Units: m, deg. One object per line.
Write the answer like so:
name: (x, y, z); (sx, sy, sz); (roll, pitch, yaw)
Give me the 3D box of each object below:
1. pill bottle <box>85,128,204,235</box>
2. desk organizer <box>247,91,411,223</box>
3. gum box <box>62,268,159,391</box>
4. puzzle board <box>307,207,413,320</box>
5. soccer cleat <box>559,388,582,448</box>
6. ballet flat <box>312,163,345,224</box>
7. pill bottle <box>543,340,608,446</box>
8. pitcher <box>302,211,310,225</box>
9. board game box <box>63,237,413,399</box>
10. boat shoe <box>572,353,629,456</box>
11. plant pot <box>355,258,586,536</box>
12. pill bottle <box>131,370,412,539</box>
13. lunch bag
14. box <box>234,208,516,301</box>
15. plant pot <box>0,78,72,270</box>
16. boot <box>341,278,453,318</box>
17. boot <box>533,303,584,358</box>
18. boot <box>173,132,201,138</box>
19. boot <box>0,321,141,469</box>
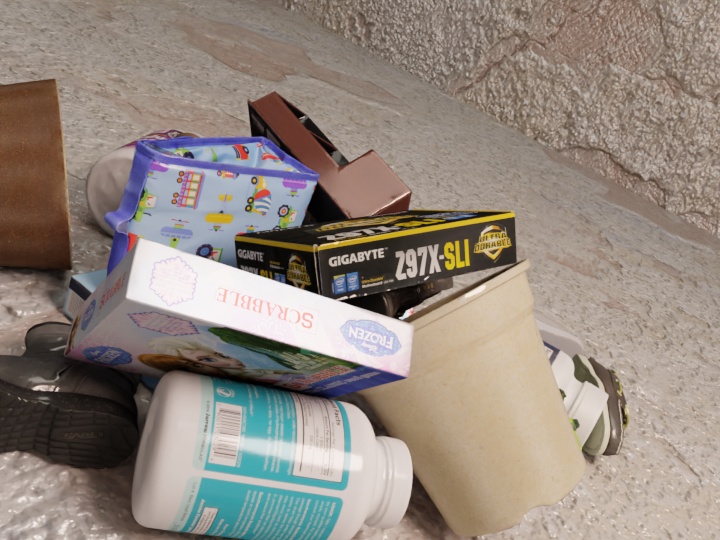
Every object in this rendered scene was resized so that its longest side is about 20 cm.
pill bottle: (-0.253, -0.118, 0.960); (0.111, 0.113, 0.200); (23, 23, 0)
desk organizer: (-0.036, -0.114, 0.820); (0.077, 0.072, 0.200); (-31, 66, -20)
gum box: (-0.165, 0.050, 0.768); (0.169, 0.045, 0.199); (34, 25, 22)
puzzle board: (0.000, 0.000, 0.895); (0.149, 0.017, 0.202); (18, 68, -12)
soccer cleat: (0.145, 0.112, 0.766); (0.201, 0.081, 0.067); (55, 17, 20)
ballet flat: (-0.051, -0.037, 0.853); (0.070, 0.069, 0.202); (10, 65, 6)
pill bottle: (0.168, 0.121, 0.845); (0.199, 0.112, 0.111); (31, 24, 17)
pitcher: (-0.012, -0.027, 1.003); (0.199, 0.122, 0.172); (31, -17, -8)
board game box: (-0.097, 0.052, 0.553); (0.198, 0.200, 0.042); (19, 66, -25)
boat shoe: (0.298, 0.165, 0.924); (0.060, 0.072, 0.201); (19, 20, 0)
plant pot: (0.098, 0.117, 0.662); (0.200, 0.199, 0.185); (-20, 83, -59)
pill bottle: (-0.063, 0.147, 0.570); (0.198, 0.112, 0.111); (15, 24, -20)
lunch bag: (-0.155, -0.045, 0.729); (0.094, 0.152, 0.199); (36, 25, 29)
box: (0.012, -0.019, 0.657); (0.198, 0.050, 0.159); (-11, 12, -30)
plant pot: (-0.387, -0.086, 0.717); (0.198, 0.189, 0.187); (-6, 33, -23)
boot: (-0.021, 0.034, 0.740); (0.198, 0.070, 0.174); (-4, 6, 22)
boot: (0.215, 0.075, 1.059); (0.198, 0.074, 0.096); (27, 15, -15)
boot: (-0.173, -0.056, 0.881); (0.073, 0.201, 0.076); (-12, 36, 28)
boot: (-0.268, 0.082, 0.592); (0.198, 0.070, 0.132); (25, 17, -25)
